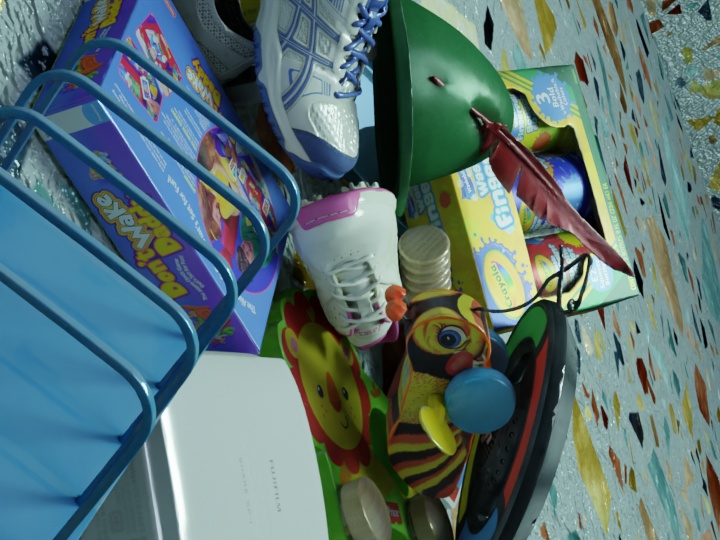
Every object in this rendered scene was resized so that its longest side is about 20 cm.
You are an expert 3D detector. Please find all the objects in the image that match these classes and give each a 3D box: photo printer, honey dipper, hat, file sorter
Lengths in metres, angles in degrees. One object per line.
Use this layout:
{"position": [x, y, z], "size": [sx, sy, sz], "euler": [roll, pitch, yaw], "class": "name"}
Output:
{"position": [-0.081, 0.126, 0.766], "size": [0.200, 0.069, 0.168], "euler": [14, 65, -67], "class": "photo printer"}
{"position": [0.051, 0.047, 1.050], "size": [0.201, 0.038, 0.038], "euler": [85, 8, -48], "class": "honey dipper"}
{"position": [0.103, -0.119, 0.980], "size": [0.166, 0.175, 0.201], "euler": [-99, -173, -48], "class": "hat"}
{"position": [-0.126, 0.006, 0.580], "size": [0.138, 0.123, 0.200], "euler": [37, 30, -5], "class": "file sorter"}

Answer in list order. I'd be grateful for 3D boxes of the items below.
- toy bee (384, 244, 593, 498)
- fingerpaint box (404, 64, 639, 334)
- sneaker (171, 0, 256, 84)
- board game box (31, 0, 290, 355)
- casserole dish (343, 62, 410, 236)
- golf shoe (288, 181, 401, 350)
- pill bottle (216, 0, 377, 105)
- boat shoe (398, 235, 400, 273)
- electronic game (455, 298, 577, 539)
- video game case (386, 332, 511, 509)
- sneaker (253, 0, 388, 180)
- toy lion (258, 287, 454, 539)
{"position": [0.055, 0.054, 0.931], "size": [0.131, 0.108, 0.201], "euler": [-127, -120, -76], "class": "toy bee"}
{"position": [0.119, -0.055, 1.107], "size": [0.166, 0.073, 0.201], "euler": [-10, 82, -36], "class": "fingerpaint box"}
{"position": [-0.112, -0.212, 0.878], "size": [0.075, 0.082, 0.201], "euler": [-56, 129, -63], "class": "sneaker"}
{"position": [-0.111, -0.061, 0.839], "size": [0.135, 0.045, 0.201], "euler": [-80, 149, -48], "class": "board game box"}
{"position": [0.023, -0.107, 1.124], "size": [0.200, 0.039, 0.121], "euler": [47, 56, -14], "class": "casserole dish"}
{"position": [0.000, 0.000, 0.935], "size": [0.200, 0.075, 0.092], "euler": [56, 17, -76], "class": "golf shoe"}
{"position": [-0.070, -0.225, 0.953], "size": [0.114, 0.114, 0.201], "euler": [-49, 123, -65], "class": "pill bottle"}
{"position": [0.051, -0.059, 1.221], "size": [0.063, 0.073, 0.202], "euler": [49, 28, -44], "class": "boat shoe"}
{"position": [0.104, 0.117, 0.974], "size": [0.200, 0.041, 0.201], "euler": [-162, -90, -86], "class": "electronic game"}
{"position": [0.081, 0.082, 1.184], "size": [0.143, 0.017, 0.201], "euler": [53, 52, -46], "class": "video game case"}
{"position": [-0.018, -0.156, 0.862], "size": [0.075, 0.088, 0.201], "euler": [-38, 120, -64], "class": "sneaker"}
{"position": [-0.015, 0.110, 0.973], "size": [0.200, 0.068, 0.193], "euler": [30, 43, -63], "class": "toy lion"}
